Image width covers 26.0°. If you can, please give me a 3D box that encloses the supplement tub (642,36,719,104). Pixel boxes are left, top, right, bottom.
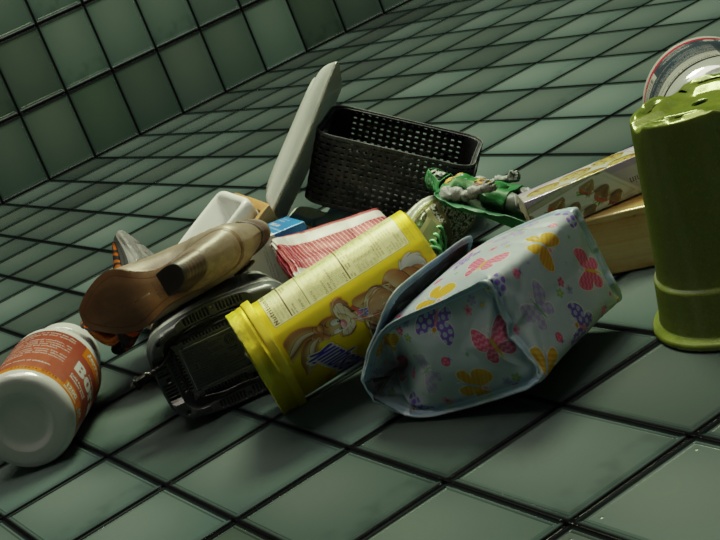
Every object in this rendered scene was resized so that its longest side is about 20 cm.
[{"bbox_3d":[0.381,-0.167,1.671,0.139,0.141,0.200,-20,16,9],"label":"supplement tub"}]

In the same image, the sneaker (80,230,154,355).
[{"bbox_3d":[-0.287,0.027,1.855,0.112,0.077,0.200,-49,21,6],"label":"sneaker"}]

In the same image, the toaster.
[{"bbox_3d":[-0.149,0.078,1.665,0.199,0.114,0.129,-26,12,-4],"label":"toaster"}]

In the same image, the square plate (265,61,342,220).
[{"bbox_3d":[-0.074,-0.158,1.956,0.198,0.028,0.201,77,-143,-88],"label":"square plate"}]

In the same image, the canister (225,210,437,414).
[{"bbox_3d":[-0.019,0.040,1.519,0.199,0.087,0.149,-32,-23,-6],"label":"canister"}]

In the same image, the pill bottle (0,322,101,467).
[{"bbox_3d":[-0.356,0.132,1.767,0.111,0.113,0.200,-20,16,10],"label":"pill bottle"}]

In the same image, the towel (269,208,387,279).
[{"bbox_3d":[0.000,0.000,1.694,0.143,0.023,0.200,-17,38,-18],"label":"towel"}]

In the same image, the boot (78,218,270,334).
[{"bbox_3d":[-0.191,0.003,1.671,0.199,0.071,0.146,-19,7,39],"label":"boot"}]

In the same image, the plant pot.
[{"bbox_3d":[0.315,-0.063,1.326,0.199,0.191,0.200,-21,15,6],"label":"plant pot"}]

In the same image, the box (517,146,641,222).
[{"bbox_3d":[0.254,-0.092,1.549,0.199,0.039,0.041,-23,17,1],"label":"box"}]

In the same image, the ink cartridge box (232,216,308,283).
[{"bbox_3d":[-0.144,0.029,1.780,0.199,0.117,0.067,-22,15,-17],"label":"ink cartridge box"}]

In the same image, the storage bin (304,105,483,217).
[{"bbox_3d":[0.042,-0.126,1.933,0.198,0.095,0.135,14,22,5],"label":"storage bin"}]

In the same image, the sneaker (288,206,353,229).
[{"bbox_3d":[-0.046,-0.032,1.993,0.090,0.079,0.199,-50,21,-27],"label":"sneaker"}]

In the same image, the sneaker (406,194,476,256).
[{"bbox_3d":[0.071,-0.017,1.780,0.199,0.077,0.088,-34,37,-25],"label":"sneaker"}]

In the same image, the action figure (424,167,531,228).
[{"bbox_3d":[0.157,-0.083,1.757,0.199,0.055,0.118,14,22,31],"label":"action figure"}]

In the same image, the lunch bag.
[{"bbox_3d":[0.104,0.041,1.406,0.199,0.128,0.169,-25,8,45],"label":"lunch bag"}]

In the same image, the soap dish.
[{"bbox_3d":[-0.178,0.003,1.888,0.201,0.081,0.157,-53,20,-6],"label":"soap dish"}]

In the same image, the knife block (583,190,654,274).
[{"bbox_3d":[0.275,-0.039,1.538,0.199,0.064,0.175,-26,15,-12],"label":"knife block"}]
